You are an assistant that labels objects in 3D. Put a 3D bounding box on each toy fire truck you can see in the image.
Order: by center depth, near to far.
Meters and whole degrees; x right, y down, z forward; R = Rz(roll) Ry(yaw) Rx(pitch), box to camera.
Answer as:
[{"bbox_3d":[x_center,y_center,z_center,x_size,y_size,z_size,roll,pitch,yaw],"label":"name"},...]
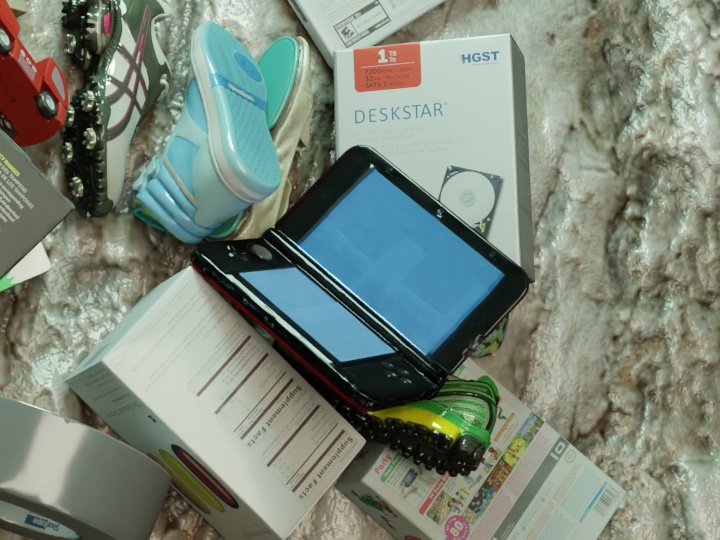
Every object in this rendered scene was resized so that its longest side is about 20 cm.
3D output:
[{"bbox_3d":[-0.296,-0.211,1.606,0.200,0.049,0.141,56,21,-32],"label":"toy fire truck"}]

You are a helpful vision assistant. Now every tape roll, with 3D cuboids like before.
[{"bbox_3d":[-0.244,0.152,1.497,0.200,0.200,0.066,24,73,-17],"label":"tape roll"}]

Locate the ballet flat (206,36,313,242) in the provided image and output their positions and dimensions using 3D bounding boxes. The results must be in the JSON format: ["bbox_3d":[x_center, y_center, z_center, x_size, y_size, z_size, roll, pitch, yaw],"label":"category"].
[{"bbox_3d":[-0.078,-0.098,1.700,0.062,0.067,0.200,33,71,-43],"label":"ballet flat"}]

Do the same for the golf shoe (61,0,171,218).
[{"bbox_3d":[-0.193,-0.140,1.644,0.088,0.077,0.200,6,78,-29],"label":"golf shoe"}]

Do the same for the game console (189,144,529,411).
[{"bbox_3d":[0.000,0.000,1.584,0.200,0.119,0.172,40,21,22],"label":"game console"}]

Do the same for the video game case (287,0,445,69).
[{"bbox_3d":[0.005,-0.301,1.784,0.200,0.024,0.182,-34,93,-23],"label":"video game case"}]

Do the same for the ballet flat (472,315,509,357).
[{"bbox_3d":[0.101,-0.027,1.746,0.074,0.074,0.200,-4,82,-23],"label":"ballet flat"}]

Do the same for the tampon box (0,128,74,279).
[{"bbox_3d":[-0.334,-0.017,1.482,0.200,0.150,0.126,-46,100,-19],"label":"tampon box"}]

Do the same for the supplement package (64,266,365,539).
[{"bbox_3d":[-0.115,0.112,1.605,0.200,0.114,0.110,45,66,-8],"label":"supplement package"}]

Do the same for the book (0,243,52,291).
[{"bbox_3d":[-0.344,-0.065,1.586,0.134,0.048,0.200,-25,93,-23],"label":"book"}]

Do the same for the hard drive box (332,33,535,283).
[{"bbox_3d":[0.061,-0.086,1.697,0.156,0.077,0.200,-5,79,13],"label":"hard drive box"}]

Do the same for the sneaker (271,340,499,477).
[{"bbox_3d":[0.019,0.096,1.647,0.200,0.078,0.085,21,57,15],"label":"sneaker"}]

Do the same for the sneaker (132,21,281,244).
[{"bbox_3d":[-0.140,-0.108,1.661,0.080,0.131,0.200,33,31,-35],"label":"sneaker"}]

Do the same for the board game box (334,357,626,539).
[{"bbox_3d":[0.103,0.185,1.709,0.200,0.064,0.148,42,68,-11],"label":"board game box"}]
